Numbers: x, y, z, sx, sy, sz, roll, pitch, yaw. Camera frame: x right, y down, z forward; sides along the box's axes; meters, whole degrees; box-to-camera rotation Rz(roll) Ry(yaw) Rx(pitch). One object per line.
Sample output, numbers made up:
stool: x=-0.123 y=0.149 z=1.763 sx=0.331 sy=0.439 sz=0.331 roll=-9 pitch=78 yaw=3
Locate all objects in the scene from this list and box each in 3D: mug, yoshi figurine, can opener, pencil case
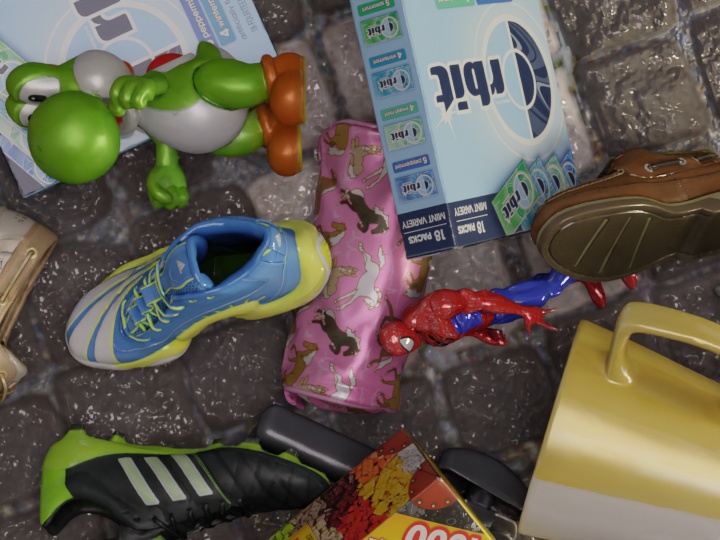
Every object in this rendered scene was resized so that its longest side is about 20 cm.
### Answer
mug: x=0.197 y=0.122 z=1.685 sx=0.152 sy=0.187 sz=0.150 roll=17 pitch=75 yaw=6
yoshi figurine: x=-0.135 y=-0.093 z=1.665 sx=0.198 sy=0.112 sz=0.113 roll=2 pitch=97 yaw=-4
can opener: x=0.022 y=0.137 z=1.757 sx=0.199 sy=0.053 sz=0.067 roll=25 pitch=55 yaw=-5
pencil case: x=0.000 y=0.000 z=1.732 sx=0.082 sy=0.086 sz=0.202 roll=10 pitch=88 yaw=-35

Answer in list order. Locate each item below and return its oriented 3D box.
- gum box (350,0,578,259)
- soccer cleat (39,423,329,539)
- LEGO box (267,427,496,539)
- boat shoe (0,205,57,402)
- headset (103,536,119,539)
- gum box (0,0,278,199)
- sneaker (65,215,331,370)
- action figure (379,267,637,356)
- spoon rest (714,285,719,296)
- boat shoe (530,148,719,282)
gum box: x=0.071 y=-0.120 z=1.698 sx=0.044 sy=0.169 sz=0.202 roll=-13 pitch=90 yaw=35
soccer cleat: x=-0.119 y=0.154 z=1.708 sx=0.198 sy=0.068 sz=0.082 roll=3 pitch=65 yaw=12
LEGO box: x=0.035 y=0.229 z=1.691 sx=0.149 sy=0.077 sz=0.200 roll=-39 pitch=120 yaw=0
boat shoe: x=-0.256 y=0.056 z=1.709 sx=0.069 sy=0.074 sz=0.201 roll=17 pitch=87 yaw=1
headset: x=-0.122 y=0.256 z=1.711 sx=0.199 sy=0.094 sz=0.124 roll=22 pitch=88 yaw=6
gum box: x=-0.175 y=-0.167 z=1.734 sx=0.199 sy=0.045 sz=0.171 roll=-26 pitch=92 yaw=-6
sneaker: x=-0.123 y=0.005 z=1.683 sx=0.199 sy=0.105 sz=0.076 roll=-22 pitch=69 yaw=16
action figure: x=0.096 y=0.026 z=1.712 sx=0.199 sy=0.065 sz=0.052 roll=-11 pitch=81 yaw=-32
spoon rest: x=0.283 y=0.108 z=1.770 sx=0.099 sy=0.061 sz=0.202 roll=-8 pitch=90 yaw=-6
boat shoe: x=0.186 y=-0.043 z=1.731 sx=0.199 sy=0.072 sz=0.068 roll=-4 pitch=49 yaw=-38
